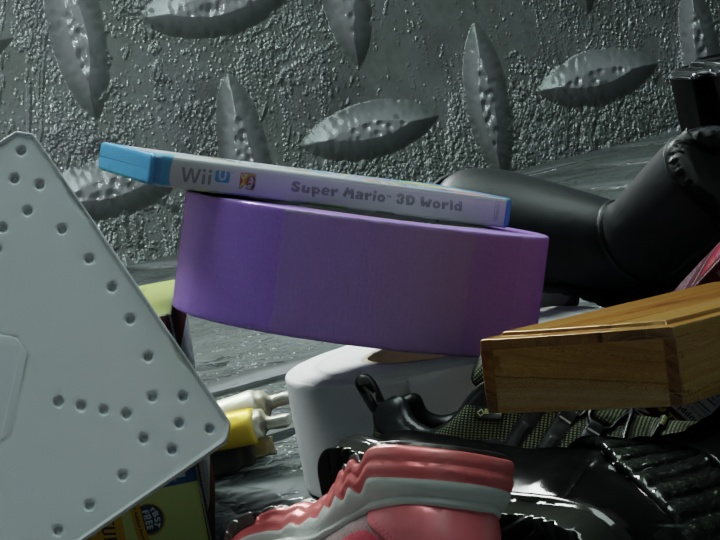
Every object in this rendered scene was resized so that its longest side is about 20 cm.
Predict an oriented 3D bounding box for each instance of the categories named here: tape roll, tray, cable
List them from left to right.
[{"bbox_3d":[-0.138,0.114,1.306,0.198,0.051,0.097,-11,5,-5],"label":"cable"},{"bbox_3d":[0.000,0.000,1.097,0.198,0.066,0.200,8,3,0],"label":"tape roll"},{"bbox_3d":[0.057,0.076,1.205,0.200,0.072,0.202,-10,6,1],"label":"tape roll"},{"bbox_3d":[0.152,0.030,0.915,0.098,0.037,0.199,-6,2,39],"label":"tray"}]

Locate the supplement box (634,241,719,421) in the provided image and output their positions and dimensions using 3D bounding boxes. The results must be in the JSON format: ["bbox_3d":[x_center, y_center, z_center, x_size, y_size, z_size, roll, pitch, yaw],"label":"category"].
[{"bbox_3d":[0.213,0.005,1.066,0.200,0.061,0.109,-50,-4,27],"label":"supplement box"}]

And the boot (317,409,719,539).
[{"bbox_3d":[0.096,0.097,0.871,0.157,0.080,0.210,-23,22,-34],"label":"boot"}]

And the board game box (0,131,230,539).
[{"bbox_3d":[-0.198,0.061,1.027,0.199,0.201,0.026,-34,-15,-10],"label":"board game box"}]

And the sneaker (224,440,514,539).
[{"bbox_3d":[-0.006,0.133,0.793,0.073,0.088,0.200,10,-26,-20],"label":"sneaker"}]

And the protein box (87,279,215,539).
[{"bbox_3d":[-0.188,0.097,1.152,0.196,0.136,0.200,-10,5,-3],"label":"protein box"}]

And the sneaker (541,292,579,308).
[{"bbox_3d":[0.095,0.050,1.354,0.201,0.139,0.078,115,180,-52],"label":"sneaker"}]

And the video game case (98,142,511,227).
[{"bbox_3d":[-0.034,-0.048,1.117,0.198,0.018,0.143,6,4,-19],"label":"video game case"}]

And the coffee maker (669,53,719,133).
[{"bbox_3d":[0.266,-0.044,1.315,0.134,0.202,0.192,-13,6,-30],"label":"coffee maker"}]

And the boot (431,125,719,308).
[{"bbox_3d":[0.151,-0.041,1.208,0.198,0.077,0.168,18,-28,-12],"label":"boot"}]

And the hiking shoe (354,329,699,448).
[{"bbox_3d":[0.093,0.078,0.966,0.198,0.102,0.076,-10,6,14],"label":"hiking shoe"}]
